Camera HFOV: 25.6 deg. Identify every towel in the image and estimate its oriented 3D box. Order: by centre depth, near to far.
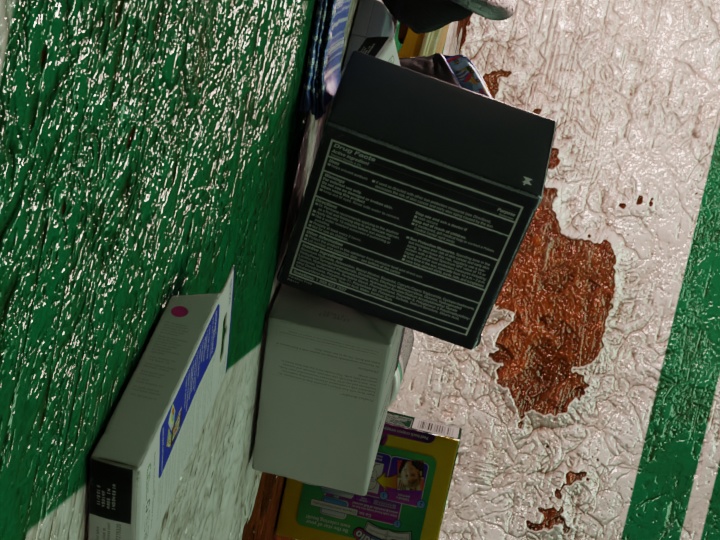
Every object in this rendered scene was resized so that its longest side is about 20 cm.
[{"bbox_3d":[-0.016,-0.242,1.399,0.145,0.024,0.202,-64,166,-72],"label":"towel"}]

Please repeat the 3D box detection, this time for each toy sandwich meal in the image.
[{"bbox_3d":[0.071,-0.302,2.026,0.205,0.070,0.207,17,90,-87],"label":"toy sandwich meal"}]

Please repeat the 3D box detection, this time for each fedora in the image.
[{"bbox_3d":[0.074,-0.310,1.680,0.092,0.200,0.201,-46,-169,28],"label":"fedora"}]

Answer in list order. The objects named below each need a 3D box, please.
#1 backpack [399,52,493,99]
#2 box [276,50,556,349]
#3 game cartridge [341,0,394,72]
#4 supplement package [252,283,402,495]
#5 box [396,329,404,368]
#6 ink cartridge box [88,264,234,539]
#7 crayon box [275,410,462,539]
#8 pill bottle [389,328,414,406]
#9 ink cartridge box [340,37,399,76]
[{"bbox_3d":[0.068,-0.124,1.804,0.183,0.134,0.201,63,-29,33],"label":"backpack"},{"bbox_3d":[0.050,-0.063,1.436,0.124,0.198,0.199,-72,-178,-46],"label":"box"},{"bbox_3d":[-0.002,-0.178,1.663,0.133,0.040,0.202,0,102,-81],"label":"game cartridge"},{"bbox_3d":[-0.029,0.099,1.550,0.120,0.120,0.201,-71,173,-52],"label":"supplement package"},{"bbox_3d":[-0.001,0.050,1.828,0.200,0.106,0.150,-40,142,-81],"label":"box"},{"bbox_3d":[-0.120,0.087,0.981,0.201,0.037,0.095,-67,168,-52],"label":"ink cartridge box"},{"bbox_3d":[0.010,0.260,1.950,0.058,0.198,0.174,-57,159,-77],"label":"crayon box"},{"bbox_3d":[0.010,0.100,2.046,0.200,0.112,0.114,-65,167,-66],"label":"pill bottle"},{"bbox_3d":[0.025,-0.121,1.579,0.095,0.037,0.201,-58,140,-46],"label":"ink cartridge box"}]
